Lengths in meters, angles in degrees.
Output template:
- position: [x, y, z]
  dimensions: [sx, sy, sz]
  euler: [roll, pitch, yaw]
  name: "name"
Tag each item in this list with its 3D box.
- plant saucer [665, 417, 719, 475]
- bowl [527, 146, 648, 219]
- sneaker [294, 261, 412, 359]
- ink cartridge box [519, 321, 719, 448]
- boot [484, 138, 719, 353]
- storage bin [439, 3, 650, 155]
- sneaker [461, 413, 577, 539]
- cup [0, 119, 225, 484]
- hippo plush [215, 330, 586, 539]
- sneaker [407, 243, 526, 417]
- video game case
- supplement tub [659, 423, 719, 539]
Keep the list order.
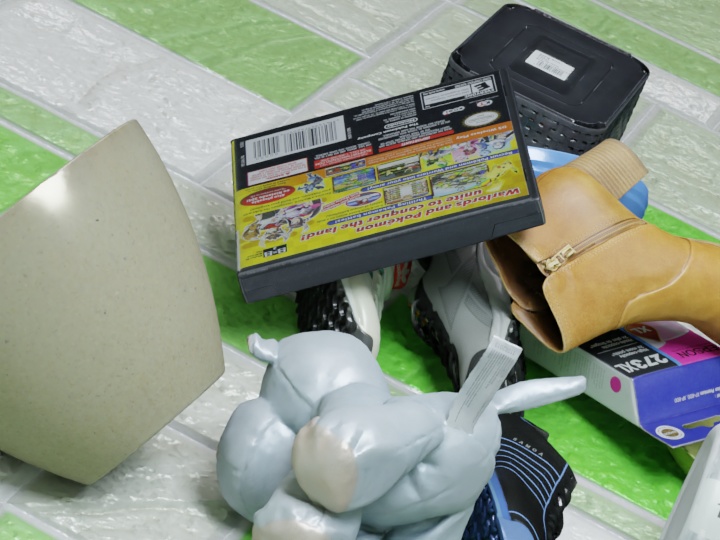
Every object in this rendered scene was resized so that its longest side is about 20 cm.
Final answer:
- position: [0.285, 0.128, 1.742]
  dimensions: [0.199, 0.031, 0.200]
  euler: [18, 27, -9]
  name: "plant saucer"
- position: [0.104, -0.048, 1.805]
  dimensions: [0.199, 0.040, 0.201]
  euler: [7, -11, 1]
  name: "bowl"
- position: [0.000, 0.000, 1.715]
  dimensions: [0.093, 0.071, 0.200]
  euler: [4, 28, -21]
  name: "sneaker"
- position: [0.181, 0.058, 1.738]
  dimensions: [0.094, 0.037, 0.200]
  euler: [-11, 31, -36]
  name: "ink cartridge box"
- position: [0.176, 0.020, 1.671]
  dimensions: [0.201, 0.071, 0.144]
  euler: [49, 55, 2]
  name: "boot"
- position: [0.139, -0.128, 2.046]
  dimensions: [0.135, 0.094, 0.200]
  euler: [27, 25, 9]
  name: "storage bin"
- position: [0.096, 0.142, 1.521]
  dimensions: [0.077, 0.071, 0.200]
  euler: [9, 28, -14]
  name: "sneaker"
- position: [-0.159, 0.034, 1.429]
  dimensions: [0.144, 0.200, 0.200]
  euler: [51, 28, -3]
  name: "cup"
- position: [-0.016, 0.091, 1.416]
  dimensions: [0.161, 0.201, 0.159]
  euler: [34, 6, 41]
  name: "hippo plush"
- position: [0.070, 0.043, 1.694]
  dimensions: [0.079, 0.074, 0.201]
  euler: [-5, 39, 5]
  name: "sneaker"
- position: [0.013, -0.058, 1.676]
  dimensions: [0.198, 0.026, 0.181]
  euler: [-14, 31, 4]
  name: "video game case"
- position: [0.283, 0.182, 1.531]
  dimensions: [0.199, 0.123, 0.123]
  euler: [23, 26, 3]
  name: "supplement tub"
